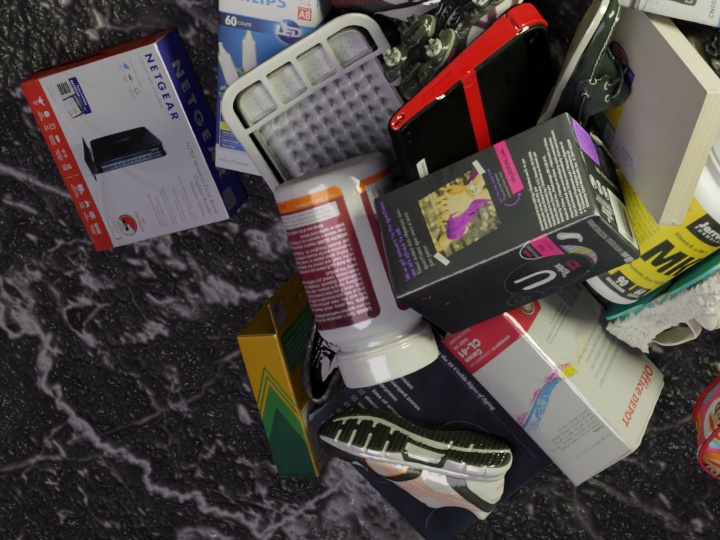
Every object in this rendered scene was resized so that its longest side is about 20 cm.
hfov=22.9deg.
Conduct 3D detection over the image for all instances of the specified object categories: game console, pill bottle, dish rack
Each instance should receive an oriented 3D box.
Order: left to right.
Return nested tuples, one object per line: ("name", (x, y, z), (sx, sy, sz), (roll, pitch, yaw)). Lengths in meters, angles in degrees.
("dish rack", (-0.027, -0.144, 1.719), (0.171, 0.044, 0.201), (-31, 123, 4))
("pill bottle", (0.000, 0.000, 1.678), (0.113, 0.114, 0.202), (-14, 98, 29))
("game console", (0.104, -0.139, 1.609), (0.031, 0.176, 0.200), (48, 171, 26))
("pill bottle", (0.292, -0.063, 1.634), (0.199, 0.114, 0.115), (-36, 99, 34))

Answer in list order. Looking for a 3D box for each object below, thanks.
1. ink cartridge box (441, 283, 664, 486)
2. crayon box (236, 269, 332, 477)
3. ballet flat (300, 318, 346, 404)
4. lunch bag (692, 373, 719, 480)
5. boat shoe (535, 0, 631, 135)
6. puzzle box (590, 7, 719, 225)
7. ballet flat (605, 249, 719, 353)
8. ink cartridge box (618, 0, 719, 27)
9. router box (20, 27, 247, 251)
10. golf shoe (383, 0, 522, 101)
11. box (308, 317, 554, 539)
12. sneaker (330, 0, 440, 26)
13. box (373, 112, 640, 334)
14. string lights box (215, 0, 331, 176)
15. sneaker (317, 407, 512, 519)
("ink cartridge box", (0.191, 0.086, 1.738), (0.200, 0.148, 0.085), (49, 124, -6))
("crayon box", (-0.067, 0.098, 1.869), (0.051, 0.126, 0.202), (-4, 114, 25))
("ballet flat", (-0.014, 0.037, 1.756), (0.066, 0.057, 0.202), (11, 101, -2))
("lunch bag", (0.430, 0.143, 1.676), (0.198, 0.082, 0.177), (25, 127, -15))
("boat shoe", (0.205, -0.162, 1.579), (0.066, 0.075, 0.200), (23, 135, 2))
("puzzle box", (0.255, -0.150, 1.569), (0.025, 0.201, 0.134), (2, 126, -19))
("ballet flat", (0.310, 0.031, 1.682), (0.072, 0.072, 0.200), (48, 150, -7))
("ink cartridge box", (0.274, -0.300, 1.533), (0.198, 0.084, 0.146), (15, 122, 16))
("router box", (-0.237, -0.135, 1.864), (0.178, 0.049, 0.202), (-13, 110, 28))
("golf shoe", (0.106, -0.230, 1.587), (0.200, 0.088, 0.077), (-47, 51, 16))
("box", (0.091, 0.142, 1.825), (0.200, 0.124, 0.196), (46, 126, -4))
("sneaker", (0.060, -0.250, 1.660), (0.198, 0.071, 0.099), (-1, 114, 22))
("box", (0.130, -0.038, 1.587), (0.198, 0.122, 0.107), (-23, 63, 21))
("string lights box", (-0.086, -0.195, 1.759), (0.102, 0.059, 0.202), (12, 121, 14))
("sneaker", (0.049, 0.194, 1.755), (0.198, 0.074, 0.081), (14, 122, 17))
